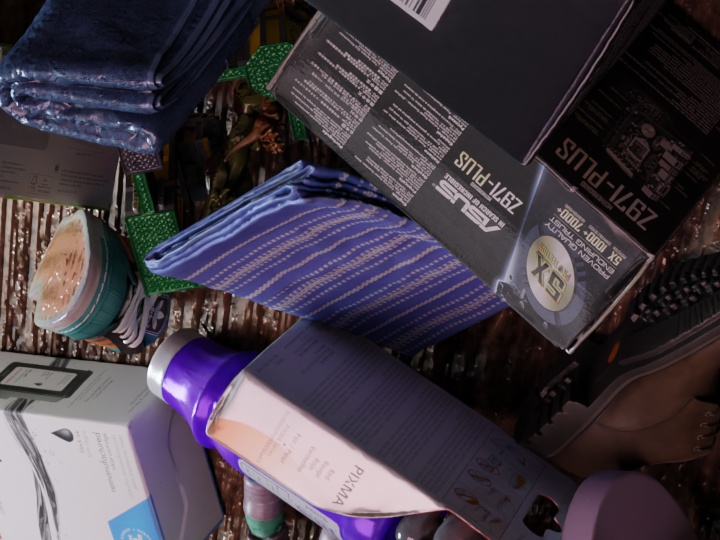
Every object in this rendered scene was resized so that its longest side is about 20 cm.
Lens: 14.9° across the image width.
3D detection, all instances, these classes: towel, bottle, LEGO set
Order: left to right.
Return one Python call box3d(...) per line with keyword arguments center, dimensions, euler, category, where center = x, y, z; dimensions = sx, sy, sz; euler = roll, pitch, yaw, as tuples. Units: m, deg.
box3d(center=(-0.101, -0.148, 1.414), dimensions=(0.111, 0.201, 0.049), euler=(10, 140, 27), category="towel")
box3d(center=(-0.077, -0.086, 1.528), dimensions=(0.153, 0.116, 0.201), euler=(-15, 129, 9), category="LEGO set")
box3d(center=(-0.041, 0.100, 1.624), dimensions=(0.199, 0.083, 0.066), euler=(32, 91, 30), category="bottle")
box3d(center=(0.000, 0.000, 1.488), dimensions=(0.199, 0.024, 0.144), euler=(20, 148, -36), category="towel")

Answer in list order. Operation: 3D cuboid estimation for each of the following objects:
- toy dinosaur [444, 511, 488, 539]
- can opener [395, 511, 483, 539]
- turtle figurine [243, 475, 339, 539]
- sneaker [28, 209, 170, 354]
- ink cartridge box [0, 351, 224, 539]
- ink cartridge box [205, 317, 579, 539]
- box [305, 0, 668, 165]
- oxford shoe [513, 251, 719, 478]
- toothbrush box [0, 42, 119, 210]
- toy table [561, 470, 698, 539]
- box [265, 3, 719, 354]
box3d(center=(0.127, 0.202, 1.594), dimensions=(0.199, 0.077, 0.103), euler=(15, 142, 30), category="toy dinosaur")
box3d(center=(0.055, 0.231, 1.579), dimensions=(0.053, 0.067, 0.201), euler=(9, 129, 35), category="can opener")
box3d(center=(-0.040, 0.220, 1.706), dimensions=(0.149, 0.101, 0.201), euler=(15, 119, 11), category="turtle figurine")
box3d(center=(-0.143, 0.010, 1.593), dimensions=(0.079, 0.200, 0.072), euler=(25, 92, -11), category="sneaker")
box3d(center=(-0.197, 0.120, 1.759), dimensions=(0.199, 0.068, 0.117), euler=(4, 123, 32), category="ink cartridge box")
box3d(center=(0.026, 0.107, 1.514), dimensions=(0.199, 0.162, 0.050), euler=(37, 108, 4), category="ink cartridge box")
box3d(center=(0.064, -0.190, 1.275), dimensions=(0.200, 0.197, 0.124), euler=(37, 135, 5), category="box")
box3d(center=(0.172, 0.054, 1.473), dimensions=(0.084, 0.073, 0.200), euler=(34, 139, -12), category="oxford shoe")
box3d(center=(-0.254, -0.096, 1.578), dimensions=(0.199, 0.145, 0.087), euler=(11, 92, 27), category="toothbrush box")
box3d(center=(0.194, 0.201, 1.470), dimensions=(0.116, 0.184, 0.201), euler=(1, 136, 35), category="toy table")
box3d(center=(0.083, -0.087, 1.358), dimensions=(0.200, 0.164, 0.086), euler=(41, 134, 2), category="box")
